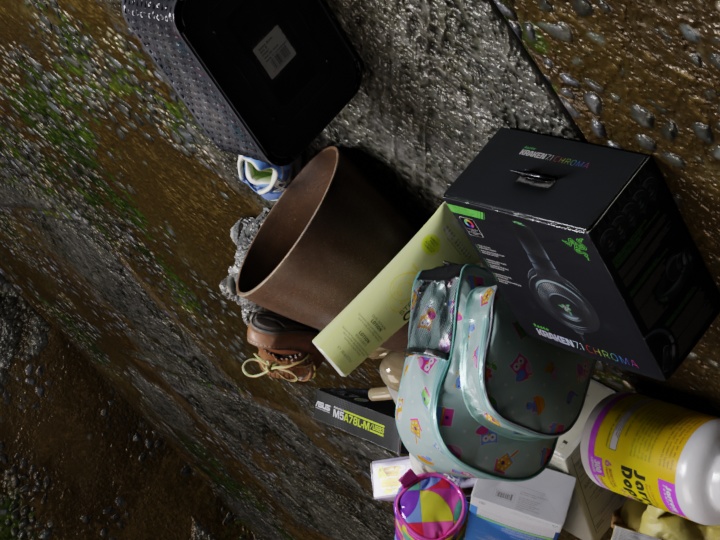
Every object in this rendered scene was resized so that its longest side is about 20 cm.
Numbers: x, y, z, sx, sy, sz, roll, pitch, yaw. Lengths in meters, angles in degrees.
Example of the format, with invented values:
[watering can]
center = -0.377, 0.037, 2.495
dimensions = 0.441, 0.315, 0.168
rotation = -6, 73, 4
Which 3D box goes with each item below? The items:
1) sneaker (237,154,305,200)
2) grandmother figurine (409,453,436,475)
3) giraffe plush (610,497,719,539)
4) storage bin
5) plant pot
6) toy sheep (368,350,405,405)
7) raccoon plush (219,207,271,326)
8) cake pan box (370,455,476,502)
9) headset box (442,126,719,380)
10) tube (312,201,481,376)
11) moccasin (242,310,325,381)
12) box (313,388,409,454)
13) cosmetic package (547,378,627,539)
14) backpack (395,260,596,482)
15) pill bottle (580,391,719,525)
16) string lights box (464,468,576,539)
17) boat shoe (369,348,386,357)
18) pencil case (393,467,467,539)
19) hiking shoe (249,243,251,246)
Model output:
[sneaker]
center = -0.107, -0.121, 1.679
dimensions = 0.076, 0.077, 0.200
rotation = 37, 162, 8
[grandmother figurine]
center = 0.107, 0.172, 1.643
dimensions = 0.200, 0.121, 0.061
rotation = 124, 140, -48
[giraffe plush]
center = 0.342, 0.302, 1.651
dimensions = 0.200, 0.173, 0.162
rotation = 33, -176, -9
[storage bin]
center = -0.105, -0.210, 1.383
dimensions = 0.094, 0.135, 0.200
rotation = 18, 150, 49
[plant pot]
center = 0.000, 0.000, 1.617
dimensions = 0.200, 0.187, 0.187
rotation = 34, 164, -17
[toy sheep]
center = 0.093, 0.121, 1.735
dimensions = 0.138, 0.139, 0.200
rotation = 26, -169, 37
[raccoon plush]
center = -0.140, 0.003, 1.926
dimensions = 0.097, 0.134, 0.200
rotation = 44, 161, -12
[cake pan box]
center = 0.135, 0.248, 1.822
dimensions = 0.183, 0.053, 0.200
rotation = -9, 166, 24
[headset box]
center = 0.189, -0.021, 1.294
dimensions = 0.174, 0.093, 0.200
rotation = 19, 150, 47
[tube]
center = 0.039, 0.022, 1.528
dimensions = 0.052, 0.200, 0.058
rotation = 45, 175, 29
[moccasin]
center = -0.085, 0.091, 1.667
dimensions = 0.073, 0.078, 0.201
rotation = 20, 175, 9
[box]
center = 0.073, 0.186, 1.876
dimensions = 0.199, 0.048, 0.193
rotation = 4, -177, -34
[cosmetic package]
center = 0.240, 0.207, 1.684
dimensions = 0.087, 0.103, 0.200
rotation = 27, 155, 34
[backpack]
center = 0.130, 0.107, 1.469
dimensions = 0.175, 0.201, 0.153
rotation = 21, 172, -31
[pill bottle]
center = 0.319, 0.188, 1.485
dimensions = 0.200, 0.104, 0.104
rotation = 14, 147, 54
[string lights box]
center = 0.173, 0.272, 1.668
dimensions = 0.102, 0.059, 0.200
rotation = 17, 156, 9
[boat shoe]
center = -0.006, 0.053, 1.753
dimensions = 0.074, 0.067, 0.200
rotation = 18, -157, -17
[pencil case]
center = 0.078, 0.284, 1.704
dimensions = 0.088, 0.088, 0.200
rotation = 36, 162, 15
[hiking shoe]
center = -0.085, 0.007, 1.762
dimensions = 0.076, 0.101, 0.200
rotation = 33, -155, -27
